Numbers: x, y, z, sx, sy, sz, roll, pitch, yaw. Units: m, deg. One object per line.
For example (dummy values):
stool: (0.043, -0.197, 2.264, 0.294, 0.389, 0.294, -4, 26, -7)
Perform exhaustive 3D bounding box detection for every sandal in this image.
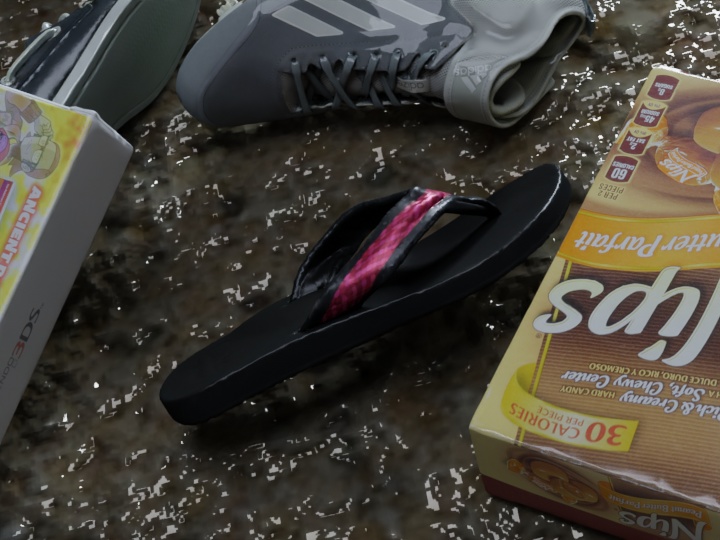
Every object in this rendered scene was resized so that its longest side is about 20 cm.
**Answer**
sandal: (0.000, 0.000, 0.763, 0.199, 0.045, 0.075, -27, 13, -6)

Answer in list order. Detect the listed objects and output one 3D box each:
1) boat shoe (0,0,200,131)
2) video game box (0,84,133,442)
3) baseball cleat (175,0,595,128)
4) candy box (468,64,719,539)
boat shoe: (-0.145, -0.091, 0.878, 0.060, 0.076, 0.201, 20, 59, 20)
video game box: (-0.219, 0.002, 0.803, 0.181, 0.047, 0.201, 20, 81, 29)
baseball cleat: (0.013, -0.102, 0.850, 0.199, 0.070, 0.107, -24, 51, -3)
candy box: (0.138, 0.015, 0.736, 0.115, 0.055, 0.201, 16, 58, 25)
